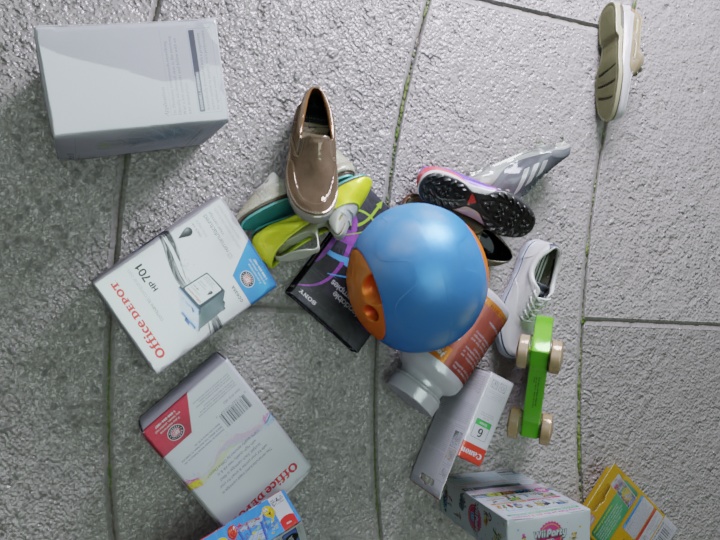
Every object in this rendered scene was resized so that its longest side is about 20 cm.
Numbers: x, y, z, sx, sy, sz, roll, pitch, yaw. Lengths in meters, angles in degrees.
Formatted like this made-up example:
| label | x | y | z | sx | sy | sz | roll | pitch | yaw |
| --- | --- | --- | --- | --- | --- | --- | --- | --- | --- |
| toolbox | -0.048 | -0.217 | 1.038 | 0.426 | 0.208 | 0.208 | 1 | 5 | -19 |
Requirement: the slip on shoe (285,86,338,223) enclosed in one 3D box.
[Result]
| label | x | y | z | sx | sy | sz | roll | pitch | yaw |
| --- | --- | --- | --- | --- | --- | --- | --- | --- | --- |
| slip on shoe | -0.063 | -0.163 | 1.007 | 0.074 | 0.061 | 0.204 | 7 | 61 | -8 |

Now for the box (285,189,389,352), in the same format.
| label | x | y | z | sx | sy | sz | roll | pitch | yaw |
| --- | --- | --- | --- | --- | --- | --- | --- | --- | --- |
| box | 0.000 | 0.000 | 1.097 | 0.143 | 0.036 | 0.201 | 41 | 78 | -18 |

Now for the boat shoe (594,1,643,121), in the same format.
| label | x | y | z | sx | sy | sz | roll | pitch | yaw |
| --- | --- | --- | --- | --- | --- | --- | --- | --- | --- |
| boat shoe | 0.451 | -0.355 | 1.248 | 0.067 | 0.075 | 0.205 | 5 | 89 | -16 |

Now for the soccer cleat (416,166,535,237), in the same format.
| label | x | y | z | sx | sy | sz | roll | pitch | yaw |
| --- | --- | --- | --- | --- | --- | --- | --- | --- | --- |
| soccer cleat | 0.178 | -0.111 | 1.118 | 0.196 | 0.074 | 0.069 | 19 | 115 | -11 |

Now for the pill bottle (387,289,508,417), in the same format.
| label | x | y | z | sx | sy | sz | roll | pitch | yaw |
| --- | --- | --- | --- | --- | --- | --- | --- | --- | --- |
| pill bottle | 0.131 | 0.116 | 1.111 | 0.112 | 0.112 | 0.201 | 41 | 76 | -17 |

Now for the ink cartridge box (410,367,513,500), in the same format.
| label | x | y | z | sx | sy | sz | roll | pitch | yaw |
| --- | --- | --- | --- | --- | --- | --- | --- | --- | --- |
| ink cartridge box | 0.154 | 0.250 | 1.125 | 0.050 | 0.109 | 0.203 | 26 | 82 | -20 |

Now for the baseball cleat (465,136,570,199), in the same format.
| label | x | y | z | sx | sy | sz | roll | pitch | yaw |
| --- | --- | --- | --- | --- | --- | --- | --- | --- | --- |
| baseball cleat | 0.259 | -0.143 | 1.188 | 0.196 | 0.070 | 0.109 | -19 | 104 | -10 |

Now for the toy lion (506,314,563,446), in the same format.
| label | x | y | z | sx | sy | sz | roll | pitch | yaw |
| --- | --- | --- | --- | --- | --- | --- | --- | --- | --- |
| toy lion | 0.276 | 0.158 | 1.133 | 0.067 | 0.192 | 0.204 | 8 | 117 | 15 |

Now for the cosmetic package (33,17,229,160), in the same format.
| label | x | y | z | sx | sy | sz | roll | pitch | yaw |
| --- | --- | --- | --- | --- | --- | --- | --- | --- | --- |
| cosmetic package | -0.281 | -0.215 | 0.889 | 0.196 | 0.199 | 0.126 | -9 | 94 | -21 |

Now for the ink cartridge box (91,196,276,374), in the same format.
| label | x | y | z | sx | sy | sz | roll | pitch | yaw |
| --- | --- | --- | --- | --- | --- | --- | --- | --- | --- |
| ink cartridge box | -0.235 | 0.018 | 0.976 | 0.199 | 0.086 | 0.148 | -37 | 104 | -18 |

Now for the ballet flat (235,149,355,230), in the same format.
| label | x | y | z | sx | sy | sz | roll | pitch | yaw |
| --- | --- | --- | --- | --- | --- | --- | --- | --- | --- |
| ballet flat | -0.100 | -0.119 | 1.049 | 0.197 | 0.068 | 0.063 | -25 | 72 | -23 |

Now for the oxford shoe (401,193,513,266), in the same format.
| label | x | y | z | sx | sy | sz | roll | pitch | yaw |
| --- | --- | --- | --- | --- | --- | --- | --- | --- | --- |
| oxford shoe | 0.155 | -0.066 | 1.135 | 0.197 | 0.075 | 0.072 | 23 | 86 | -20 |

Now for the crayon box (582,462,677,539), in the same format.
| label | x | y | z | sx | sy | sz | roll | pitch | yaw |
| --- | --- | --- | --- | --- | --- | --- | --- | --- | --- |
| crayon box | 0.457 | 0.442 | 1.284 | 0.200 | 0.051 | 0.126 | 45 | 76 | -18 |

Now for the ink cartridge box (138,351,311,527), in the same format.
| label | x | y | z | sx | sy | sz | roll | pitch | yaw |
| --- | --- | --- | --- | --- | --- | --- | --- | --- | --- |
| ink cartridge box | -0.186 | 0.240 | 1.002 | 0.145 | 0.083 | 0.202 | -40 | 105 | -16 |

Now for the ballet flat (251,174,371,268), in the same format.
| label | x | y | z | sx | sy | sz | roll | pitch | yaw |
| --- | --- | --- | --- | --- | --- | --- | --- | --- | --- |
| ballet flat | -0.060 | -0.063 | 1.040 | 0.197 | 0.067 | 0.068 | -28 | 65 | -6 |

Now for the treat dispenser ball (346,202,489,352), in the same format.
| label | x | y | z | sx | sy | sz | roll | pitch | yaw |
| --- | --- | --- | --- | --- | --- | --- | --- | --- | --- |
| treat dispenser ball | 0.078 | 0.010 | 1.002 | 0.197 | 0.200 | 0.206 | -1 | 92 | -21 |

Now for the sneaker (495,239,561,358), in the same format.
| label | x | y | z | sx | sy | sz | roll | pitch | yaw |
| --- | --- | --- | --- | --- | --- | --- | --- | --- | --- |
| sneaker | 0.274 | 0.046 | 1.188 | 0.072 | 0.071 | 0.204 | 17 | 86 | -21 |

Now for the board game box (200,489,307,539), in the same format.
| label | x | y | z | sx | sy | sz | roll | pitch | yaw |
| --- | --- | --- | --- | --- | --- | --- | --- | --- | --- |
| board game box | -0.159 | 0.415 | 0.976 | 0.193 | 0.056 | 0.203 | -27 | 137 | -20 |

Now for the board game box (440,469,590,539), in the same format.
| label | x | y | z | sx | sy | sz | roll | pitch | yaw |
| --- | --- | --- | --- | --- | --- | --- | --- | --- | --- |
| board game box | 0.229 | 0.367 | 1.110 | 0.144 | 0.199 | 0.066 | 1 | 91 | -21 |
